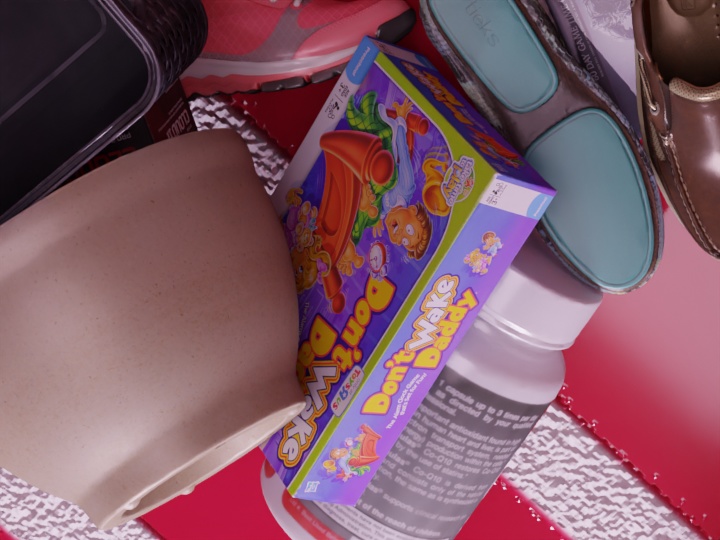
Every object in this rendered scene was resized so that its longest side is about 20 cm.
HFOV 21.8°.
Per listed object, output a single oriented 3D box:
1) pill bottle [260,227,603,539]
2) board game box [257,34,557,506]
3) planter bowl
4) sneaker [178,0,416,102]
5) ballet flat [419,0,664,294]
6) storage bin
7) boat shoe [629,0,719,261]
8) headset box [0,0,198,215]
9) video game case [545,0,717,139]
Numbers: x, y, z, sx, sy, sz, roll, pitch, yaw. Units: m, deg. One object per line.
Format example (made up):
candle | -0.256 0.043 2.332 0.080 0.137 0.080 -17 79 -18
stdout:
pill bottle | 0.040 0.065 1.023 0.114 0.114 0.200 34 111 0
board game box | 0.000 0.000 0.965 0.200 0.045 0.135 -59 44 19
planter bowl | -0.110 0.042 0.917 0.200 0.200 0.135 -34 81 19
sneaker | -0.071 -0.138 1.007 0.199 0.074 0.087 -7 102 13
ballet flat | 0.099 -0.082 0.989 0.074 0.074 0.201 -26 97 18
storage bin | -0.187 -0.093 0.876 0.200 0.094 0.135 -36 101 21
boat shoe | 0.171 -0.093 0.948 0.074 0.075 0.203 -14 104 16
headset box | -0.182 -0.111 0.960 0.148 0.077 0.201 -13 107 15
video game case | 0.194 -0.164 0.970 0.199 0.019 0.143 -22 101 17
